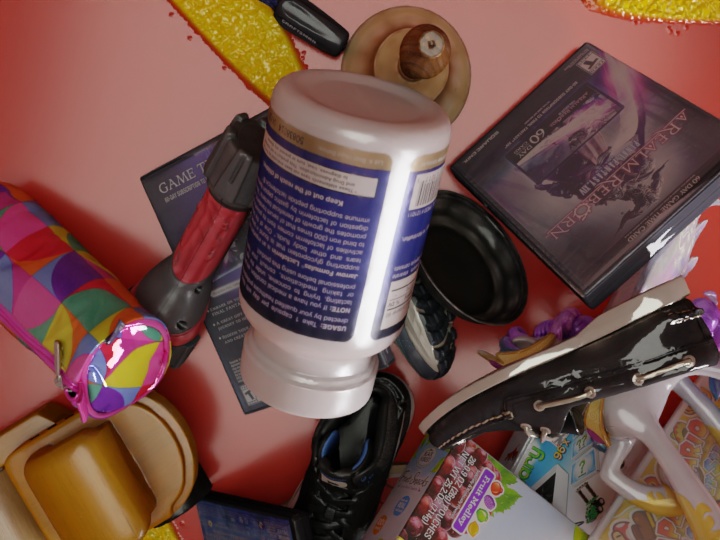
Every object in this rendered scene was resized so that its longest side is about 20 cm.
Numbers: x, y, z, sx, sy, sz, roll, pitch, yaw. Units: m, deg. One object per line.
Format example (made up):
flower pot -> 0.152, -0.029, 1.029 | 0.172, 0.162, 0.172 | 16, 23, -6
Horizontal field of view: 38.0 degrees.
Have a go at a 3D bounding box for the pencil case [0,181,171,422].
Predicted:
pencil case -> -0.218, 0.018, 0.738 | 0.199, 0.088, 0.089 | 38, 95, 30

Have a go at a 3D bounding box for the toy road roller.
toy road roller -> -0.213, 0.163, 0.763 | 0.198, 0.146, 0.124 | -30, 95, 1

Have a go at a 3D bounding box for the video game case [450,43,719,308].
video game case -> 0.159, -0.075, 0.727 | 0.142, 0.200, 0.019 | -42, 125, 4

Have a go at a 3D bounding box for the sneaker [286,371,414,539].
sneaker -> -0.024, 0.167, 0.768 | 0.072, 0.112, 0.203 | 20, 86, 12

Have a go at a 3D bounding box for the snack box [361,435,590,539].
snack box -> 0.069, 0.243, 0.730 | 0.168, 0.068, 0.201 | 39, 74, -11

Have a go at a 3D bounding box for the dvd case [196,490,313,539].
dvd case -> -0.064, 0.272, 0.790 | 0.017, 0.141, 0.204 | -15, 96, -38

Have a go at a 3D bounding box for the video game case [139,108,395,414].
video game case -> -0.072, -0.003, 0.782 | 0.141, 0.019, 0.203 | -21, 95, 31

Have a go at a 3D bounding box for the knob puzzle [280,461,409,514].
knob puzzle -> 0.008, 0.247, 0.835 | 0.215, 0.030, 0.225 | 0, 95, -1

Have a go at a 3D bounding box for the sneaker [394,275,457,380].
sneaker -> 0.000, 0.000, 0.797 | 0.086, 0.077, 0.202 | -33, 87, 23

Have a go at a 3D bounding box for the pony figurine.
pony figurine -> 0.204, 0.064, 0.729 | 0.199, 0.167, 0.194 | 39, 79, 12

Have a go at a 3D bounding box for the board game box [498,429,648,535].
board game box -> 0.152, 0.199, 0.815 | 0.125, 0.035, 0.202 | 30, 89, -12

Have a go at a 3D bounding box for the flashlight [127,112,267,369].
flashlight -> -0.115, -0.016, 0.747 | 0.201, 0.067, 0.068 | -55, 50, 34

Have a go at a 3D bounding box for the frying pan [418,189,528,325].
frying pan -> 0.050, -0.012, 0.760 | 0.187, 0.031, 0.117 | 8, 56, -37

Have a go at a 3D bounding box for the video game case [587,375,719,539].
video game case -> 0.285, 0.178, 0.744 | 0.180, 0.023, 0.200 | 32, 53, 23

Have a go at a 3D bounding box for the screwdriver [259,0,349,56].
screwdriver -> -0.094, -0.223, 0.786 | 0.198, 0.029, 0.028 | 32, 94, -9

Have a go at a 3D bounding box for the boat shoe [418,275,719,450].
boat shoe -> 0.129, 0.075, 0.664 | 0.198, 0.074, 0.061 | -31, 79, 18

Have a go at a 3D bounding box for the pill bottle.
pill bottle -> -0.017, -0.015, 0.673 | 0.113, 0.116, 0.204 | 12, 114, -2

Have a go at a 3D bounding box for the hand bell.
hand bell -> 0.038, -0.141, 0.714 | 0.102, 0.200, 0.107 | 0, 96, -2
